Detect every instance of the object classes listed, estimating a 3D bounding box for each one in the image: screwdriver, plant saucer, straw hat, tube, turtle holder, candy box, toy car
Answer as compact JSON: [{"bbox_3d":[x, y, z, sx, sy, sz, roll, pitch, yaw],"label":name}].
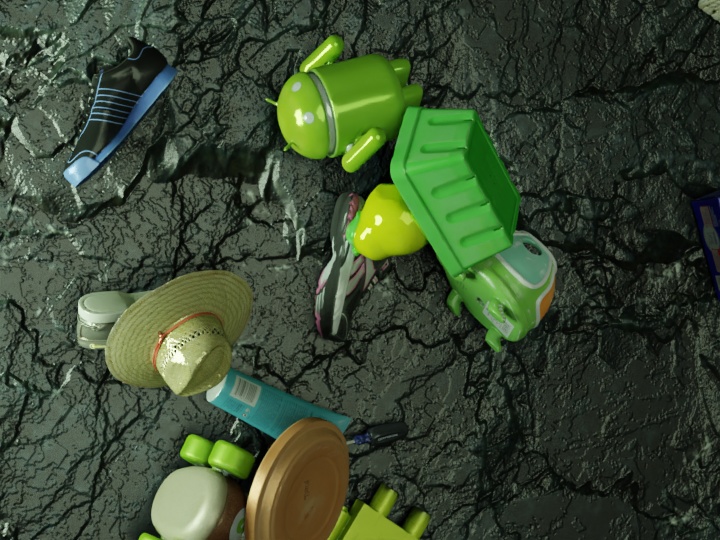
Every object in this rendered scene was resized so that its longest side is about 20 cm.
[{"bbox_3d":[-0.022,0.233,1.380,0.198,0.028,0.029,-7,137,-29],"label":"screwdriver"},{"bbox_3d":[-0.072,0.288,1.291,0.200,0.032,0.203,-26,122,-52],"label":"plant saucer"},{"bbox_3d":[-0.203,0.101,1.237,0.199,0.085,0.202,-23,142,-19],"label":"straw hat"},{"bbox_3d":[-0.108,0.191,1.354,0.199,0.050,0.078,31,91,-24],"label":"tube"},{"bbox_3d":[0.187,0.006,1.415,0.131,0.185,0.142,-39,136,-16],"label":"turtle holder"},{"bbox_3d":[0.635,-0.063,1.589,0.198,0.077,0.171,-20,97,-17],"label":"candy box"},{"bbox_3d":[-0.155,0.329,1.295,0.199,0.157,0.166,35,69,-29],"label":"toy car"}]

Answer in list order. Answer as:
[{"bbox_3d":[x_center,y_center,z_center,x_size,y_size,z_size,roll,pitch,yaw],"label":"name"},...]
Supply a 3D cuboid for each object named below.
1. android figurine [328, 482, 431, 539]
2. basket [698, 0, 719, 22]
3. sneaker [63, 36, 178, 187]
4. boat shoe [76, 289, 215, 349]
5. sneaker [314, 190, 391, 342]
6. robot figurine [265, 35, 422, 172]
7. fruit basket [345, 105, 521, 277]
[{"bbox_3d":[0.013,0.402,1.403,0.181,0.041,0.201,35,80,-17],"label":"android figurine"},{"bbox_3d":[0.619,-0.465,1.542,0.122,0.135,0.202,23,84,-16],"label":"basket"},{"bbox_3d":[-0.313,-0.198,1.261,0.078,0.070,0.201,39,73,-12],"label":"sneaker"},{"bbox_3d":[-0.258,0.064,1.286,0.200,0.072,0.061,0,118,-29],"label":"boat shoe"},{"bbox_3d":[0.000,0.000,1.367,0.085,0.080,0.202,13,88,-20],"label":"sneaker"},{"bbox_3d":[-0.020,-0.214,1.333,0.198,0.116,0.177,-17,70,-17],"label":"robot figurine"},{"bbox_3d":[0.081,-0.090,1.309,0.214,0.215,0.157,32,48,-17],"label":"fruit basket"}]
